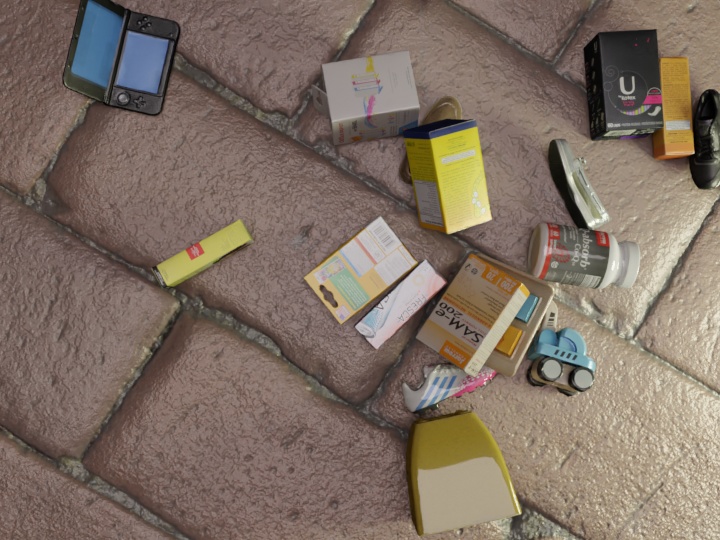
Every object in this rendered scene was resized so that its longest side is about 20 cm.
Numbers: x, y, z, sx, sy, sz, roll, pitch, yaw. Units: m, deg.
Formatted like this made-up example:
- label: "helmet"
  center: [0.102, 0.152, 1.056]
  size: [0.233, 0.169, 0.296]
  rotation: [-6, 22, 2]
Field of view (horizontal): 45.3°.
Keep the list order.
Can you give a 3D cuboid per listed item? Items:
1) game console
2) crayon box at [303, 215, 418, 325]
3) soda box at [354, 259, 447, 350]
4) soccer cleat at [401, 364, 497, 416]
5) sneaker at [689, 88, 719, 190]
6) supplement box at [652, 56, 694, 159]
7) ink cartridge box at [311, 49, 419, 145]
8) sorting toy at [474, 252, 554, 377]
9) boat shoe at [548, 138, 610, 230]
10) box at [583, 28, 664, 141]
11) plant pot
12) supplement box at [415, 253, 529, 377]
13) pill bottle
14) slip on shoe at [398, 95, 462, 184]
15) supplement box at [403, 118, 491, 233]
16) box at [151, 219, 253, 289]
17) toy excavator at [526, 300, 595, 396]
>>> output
- label: "game console"
  center: [-0.470, -0.430, 1.712]
  size: [0.175, 0.116, 0.201]
  rotation: [13, 88, -1]
- label: "crayon box"
  center: [0.000, 0.000, 1.739]
  size: [0.200, 0.052, 0.126]
  rotation: [-38, 89, -3]
- label: "soda box"
  center: [0.080, 0.068, 1.733]
  size: [0.200, 0.064, 0.068]
  rotation: [-44, 89, -3]
- label: "soccer cleat"
  center: [0.175, 0.216, 1.725]
  size: [0.199, 0.070, 0.087]
  rotation: [-26, 89, -2]
- label: "sneaker"
  center: [0.694, -0.266, 1.742]
  size: [0.075, 0.087, 0.201]
  rotation: [2, 80, 37]
- label: "supplement box"
  center: [0.635, -0.332, 1.763]
  size: [0.068, 0.067, 0.201]
  rotation: [-4, 88, -2]
- label: "ink cartridge box"
  center: [0.007, -0.337, 1.706]
  size: [0.199, 0.129, 0.126]
  rotation: [-10, 77, -1]
- label: "sorting toy"
  center: [0.263, 0.085, 1.713]
  size: [0.185, 0.036, 0.201]
  rotation: [25, 89, 27]
- label: "boat shoe"
  center: [0.441, -0.178, 1.751]
  size: [0.065, 0.074, 0.203]
  rotation: [-25, 92, -8]
- label: "box"
  center: [0.530, -0.373, 1.742]
  size: [0.122, 0.106, 0.201]
  rotation: [-4, 87, -2]
- label: "plant pot"
  center: [0.180, 0.377, 1.665]
  size: [0.195, 0.194, 0.201]
  rotation: [-11, 83, -2]
- label: "supplement box"
  center: [0.218, 0.087, 1.674]
  size: [0.126, 0.074, 0.200]
  rotation: [32, 88, 29]
- label: "pill bottle"
  center: [0.443, -0.026, 1.720]
  size: [0.199, 0.116, 0.116]
  rotation: [9, 87, -1]
- label: "slip on shoe"
  center: [0.144, -0.267, 1.749]
  size: [0.076, 0.061, 0.200]
  rotation: [35, 87, 0]
- label: "supplement box"
  center: [0.170, -0.186, 1.683]
  size: [0.109, 0.109, 0.201]
  rotation: [-18, 107, -22]
- label: "box"
  center: [-0.313, -0.031, 1.721]
  size: [0.199, 0.075, 0.050]
  rotation: [-29, 88, -2]
- label: "toy excavator"
  center: [0.385, 0.132, 1.734]
  size: [0.194, 0.100, 0.201]
  rotation: [18, 73, 0]
